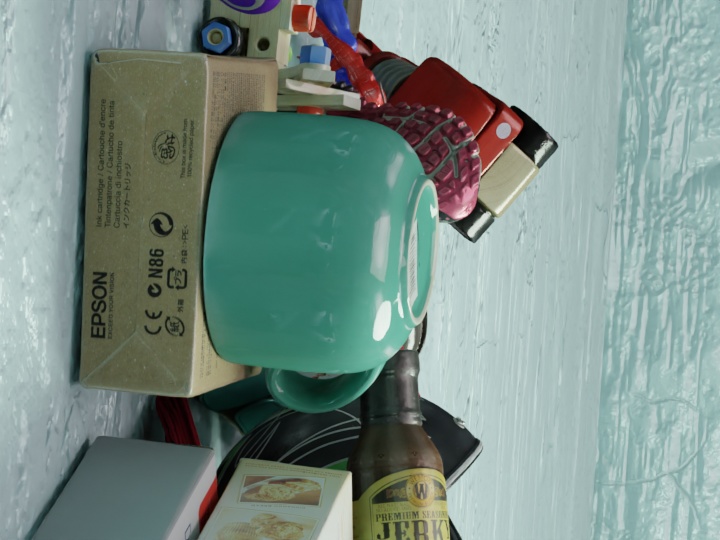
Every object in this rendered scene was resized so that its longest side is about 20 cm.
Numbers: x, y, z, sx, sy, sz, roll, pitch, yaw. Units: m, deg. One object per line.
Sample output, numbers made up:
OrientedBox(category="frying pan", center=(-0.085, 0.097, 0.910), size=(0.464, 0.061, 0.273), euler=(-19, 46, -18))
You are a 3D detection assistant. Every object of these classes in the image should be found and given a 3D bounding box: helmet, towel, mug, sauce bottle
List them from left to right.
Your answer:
OrientedBox(category="towel", center=(-0.107, 0.187, 1.710), size=(0.145, 0.022, 0.200), euler=(-113, -161, -61))
OrientedBox(category="mug", center=(-0.015, -0.009, 1.610), size=(0.185, 0.114, 0.152), euler=(63, 34, -67))
OrientedBox(category="helmet", center=(-0.009, 0.173, 1.787), size=(0.200, 0.200, 0.191), euler=(-32, 112, -74))
OrientedBox(category="sauce bottle", center=(0.022, 0.149, 1.669), size=(0.065, 0.065, 0.200), euler=(27, 57, -76))

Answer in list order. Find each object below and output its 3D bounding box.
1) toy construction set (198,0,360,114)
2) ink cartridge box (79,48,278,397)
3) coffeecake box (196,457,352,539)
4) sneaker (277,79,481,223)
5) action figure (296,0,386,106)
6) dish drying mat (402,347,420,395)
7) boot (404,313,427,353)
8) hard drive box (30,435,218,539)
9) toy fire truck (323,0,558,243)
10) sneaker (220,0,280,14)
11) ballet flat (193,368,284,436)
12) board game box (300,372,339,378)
OrientedBox(category="toy construction set", center=(-0.036, -0.182, 1.754), size=(0.092, 0.131, 0.200), euler=(59, 37, -66))
OrientedBox(category="ink cartridge box", center=(-0.107, -0.031, 1.622), size=(0.165, 0.075, 0.200), euler=(-11, 104, -78))
OrientedBox(category="coffeecake box", center=(-0.061, 0.226, 1.563), size=(0.200, 0.073, 0.154), euler=(-62, 154, -61))
OrientedBox(category="sneaker", center=(0.012, -0.067, 1.736), size=(0.081, 0.200, 0.075), euler=(-28, 120, -24))
OrientedBox(category="action figure", center=(-0.017, -0.159, 1.893), size=(0.065, 0.052, 0.200), euler=(87, -15, -65))
OrientedBox(category="dish drying mat", center=(-0.004, 0.010, 1.964), size=(0.077, 0.018, 0.200), euler=(-45, -120, 62))
OrientedBox(category="boot", center=(0.012, 0.014, 2.079), size=(0.174, 0.069, 0.200), euler=(-96, 174, -67))
OrientedBox(category="hard drive box", center=(-0.142, 0.212, 1.542), size=(0.200, 0.077, 0.156), euler=(-64, 155, -59))
OrientedBox(category="toy fire truck", center=(0.035, -0.144, 1.953), size=(0.129, 0.176, 0.200), euler=(-49, 120, -1))
OrientedBox(category="sneaker", center=(-0.099, -0.218, 1.625), size=(0.200, 0.069, 0.100), euler=(70, 27, -42))
OrientedBox(category="ballet flat", center=(-0.082, 0.067, 1.827), size=(0.200, 0.067, 0.062), euler=(70, 1, -69))
OrientedBox(category="board game box", center=(-0.027, 0.165, 1.992), size=(0.200, 0.064, 0.148), euler=(-73, 163, -68))
